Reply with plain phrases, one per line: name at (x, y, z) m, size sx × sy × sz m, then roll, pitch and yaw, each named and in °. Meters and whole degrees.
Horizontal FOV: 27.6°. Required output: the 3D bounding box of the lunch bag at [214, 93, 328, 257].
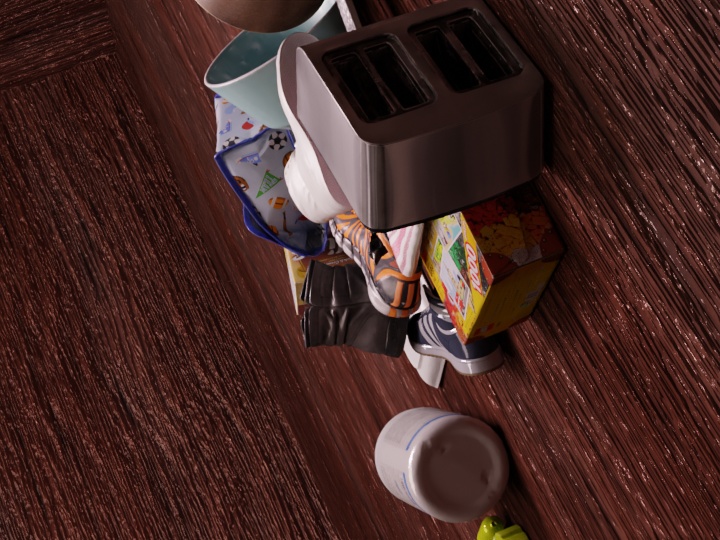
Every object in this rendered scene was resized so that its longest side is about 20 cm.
lunch bag at (-0.106, -0.132, 1.897) m, size 0.200 × 0.124 × 0.170 m, roll 57°, pitch -165°, yaw -33°

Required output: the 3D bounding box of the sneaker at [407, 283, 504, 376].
sneaker at (0.096, 0.046, 1.676) m, size 0.200 × 0.070 × 0.109 m, roll 26°, pitch 138°, yaw 67°

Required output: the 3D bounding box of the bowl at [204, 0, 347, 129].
bowl at (-0.074, -0.242, 1.729) m, size 0.105 × 0.201 × 0.201 m, roll 53°, pitch 175°, yaw -23°

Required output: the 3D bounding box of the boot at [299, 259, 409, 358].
boot at (0.000, 0.000, 1.728) m, size 0.070 × 0.132 × 0.200 m, roll 108°, pitch 172°, yaw -82°

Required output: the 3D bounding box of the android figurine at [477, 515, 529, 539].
android figurine at (0.205, 0.401, 1.882) m, size 0.200 × 0.041 × 0.182 m, roll 93°, pitch 154°, yaw -67°

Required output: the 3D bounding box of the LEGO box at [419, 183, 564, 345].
LEGO box at (0.116, -0.034, 1.429) m, size 0.200 × 0.077 × 0.149 m, roll 100°, pitch 147°, yaw -68°

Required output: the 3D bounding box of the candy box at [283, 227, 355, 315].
candy box at (-0.042, -0.027, 1.954) m, size 0.200 × 0.117 × 0.056 m, roll -106°, pitch 10°, yaw -52°

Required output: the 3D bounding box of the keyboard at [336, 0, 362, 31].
keyboard at (0.008, -0.214, 1.559) m, size 0.056 × 0.011 × 0.200 m, roll 127°, pitch 123°, yaw -77°

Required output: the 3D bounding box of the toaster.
toaster at (0.053, -0.135, 1.284) m, size 0.119 × 0.181 × 0.200 m, roll 85°, pitch 161°, yaw -49°

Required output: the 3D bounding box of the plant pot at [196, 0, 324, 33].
plant pot at (-0.085, -0.382, 1.562) m, size 0.187 × 0.187 × 0.200 m, roll 67°, pitch 153°, yaw 9°

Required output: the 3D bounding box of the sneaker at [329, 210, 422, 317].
sneaker at (0.028, -0.052, 1.631) m, size 0.112 × 0.078 × 0.200 m, roll 102°, pitch 148°, yaw -41°

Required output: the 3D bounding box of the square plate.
square plate at (0.060, 0.041, 1.938) m, size 0.200 × 0.028 × 0.198 m, roll 94°, pitch 153°, yaw -65°

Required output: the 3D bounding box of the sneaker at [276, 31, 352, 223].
sneaker at (-0.060, -0.149, 1.596) m, size 0.116 × 0.074 × 0.200 m, roll -30°, pitch 75°, yaw 64°

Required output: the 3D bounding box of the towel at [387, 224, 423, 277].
towel at (0.025, -0.107, 1.494) m, size 0.146 × 0.030 × 0.200 m, roll 91°, pitch 164°, yaw -62°

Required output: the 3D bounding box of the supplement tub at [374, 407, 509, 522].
supplement tub at (0.100, 0.242, 1.852) m, size 0.200 × 0.132 × 0.132 m, roll 176°, pitch 73°, yaw -79°
